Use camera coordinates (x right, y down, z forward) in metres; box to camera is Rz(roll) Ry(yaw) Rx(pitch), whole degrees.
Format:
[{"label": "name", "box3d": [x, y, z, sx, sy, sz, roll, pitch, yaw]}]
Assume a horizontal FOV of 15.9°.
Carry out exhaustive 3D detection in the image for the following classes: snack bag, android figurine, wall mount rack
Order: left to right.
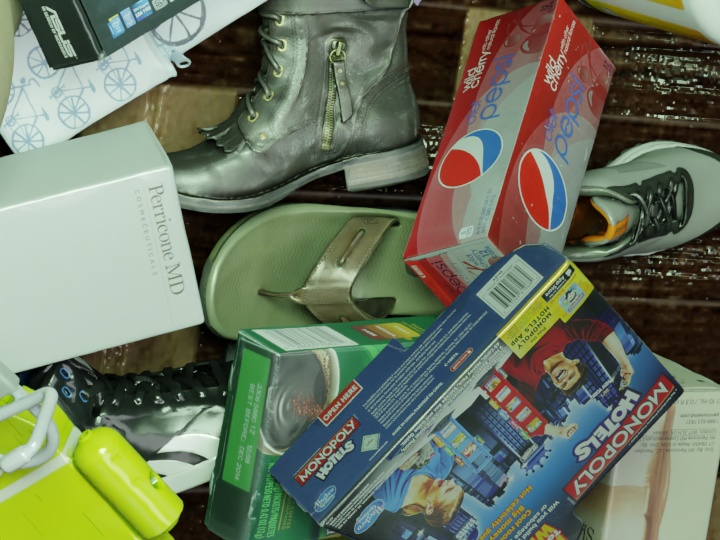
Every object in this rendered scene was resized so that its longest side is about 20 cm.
[{"label": "wall mount rack", "box3d": [-0.261, 0.072, 1.344, 0.200, 0.174, 0.075, 45, 37, -27]}, {"label": "android figurine", "box3d": [-0.191, 0.144, 1.452, 0.182, 0.041, 0.200, -28, 113, 23]}, {"label": "snack bag", "box3d": [-0.149, -0.183, 1.408, 0.200, 0.021, 0.189, -32, 110, -6]}]

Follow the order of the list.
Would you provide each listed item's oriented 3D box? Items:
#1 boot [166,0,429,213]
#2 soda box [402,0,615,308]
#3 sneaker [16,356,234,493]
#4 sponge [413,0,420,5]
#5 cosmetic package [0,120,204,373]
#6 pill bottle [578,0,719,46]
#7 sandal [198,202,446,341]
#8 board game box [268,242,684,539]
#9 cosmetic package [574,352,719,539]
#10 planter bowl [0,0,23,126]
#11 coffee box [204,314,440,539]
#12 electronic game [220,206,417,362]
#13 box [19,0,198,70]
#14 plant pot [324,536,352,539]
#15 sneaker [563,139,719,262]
[{"label": "boot", "box3d": [-0.048, -0.129, 1.487, 0.200, 0.069, 0.174, -10, 105, -17]}, {"label": "soda box", "box3d": [0.090, -0.067, 1.533, 0.070, 0.063, 0.200, 48, 44, -32]}, {"label": "sneaker", "box3d": [-0.129, 0.074, 1.485, 0.200, 0.073, 0.112, -30, 118, -7]}, {"label": "sponge", "box3d": [0.069, -0.266, 1.540, 0.200, 0.030, 0.112, -45, 120, -11]}, {"label": "cosmetic package", "box3d": [-0.196, -0.002, 1.407, 0.200, 0.071, 0.101, -16, 117, -10]}, {"label": "pill bottle", "box3d": [0.207, -0.193, 1.540, 0.109, 0.200, 0.109, -9, 109, -28]}, {"label": "sandal", "box3d": [0.001, -0.001, 1.521, 0.201, 0.057, 0.080, -7, 103, -21]}, {"label": "board game box", "box3d": [0.081, 0.104, 1.478, 0.200, 0.062, 0.200, -46, 134, -2]}, {"label": "cosmetic package", "box3d": [0.165, 0.159, 1.679, 0.087, 0.103, 0.200, 1, 102, -29]}, {"label": "planter bowl", "box3d": [-0.255, -0.124, 1.312, 0.135, 0.200, 0.200, -52, 127, -38]}, {"label": "coffee box", "box3d": [0.006, 0.090, 1.503, 0.200, 0.044, 0.123, -2, 109, -43]}, {"label": "electronic game", "box3d": [0.009, 0.059, 1.592, 0.200, 0.042, 0.200, -5, 103, -21]}, {"label": "box", "box3d": [-0.114, -0.218, 1.341, 0.200, 0.044, 0.160, -36, 110, -40]}, {"label": "plant pot", "box3d": [0.043, 0.262, 1.559, 0.200, 0.190, 0.200, -15, 127, -22]}, {"label": "sneaker", "box3d": [0.166, -0.036, 1.636, 0.200, 0.079, 0.074, -9, 107, -29]}]
